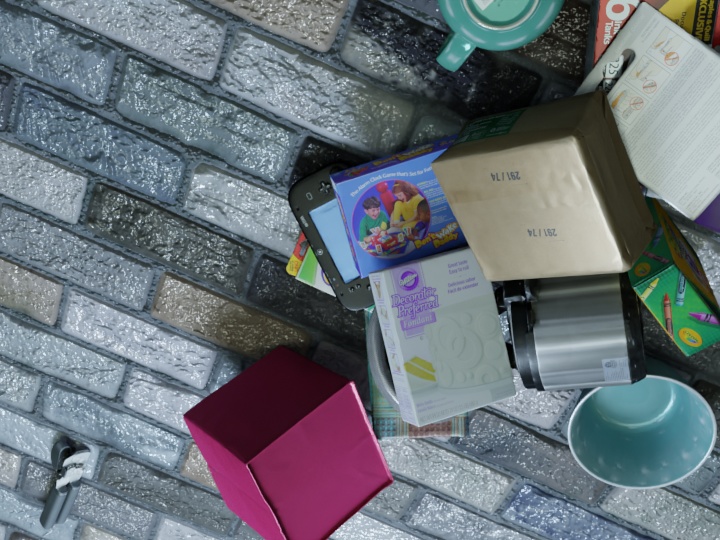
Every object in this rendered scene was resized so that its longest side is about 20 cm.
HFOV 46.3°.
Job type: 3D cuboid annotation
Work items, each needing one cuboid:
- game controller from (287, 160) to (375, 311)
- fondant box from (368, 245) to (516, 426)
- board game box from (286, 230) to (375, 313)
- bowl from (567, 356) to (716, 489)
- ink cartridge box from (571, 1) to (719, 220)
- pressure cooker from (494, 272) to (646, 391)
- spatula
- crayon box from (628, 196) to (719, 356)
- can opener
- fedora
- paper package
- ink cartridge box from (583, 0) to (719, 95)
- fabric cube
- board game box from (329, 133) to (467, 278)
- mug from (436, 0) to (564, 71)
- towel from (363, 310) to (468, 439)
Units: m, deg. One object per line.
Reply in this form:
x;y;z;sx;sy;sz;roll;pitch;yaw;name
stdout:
-0.018;-0.046;1.157;0.104;0.042;0.201;-27;97;1;game controller
0.105;0.082;1.082;0.143;0.058;0.202;-14;91;-17;fondant box
0.000;0.000;1.199;0.198;0.030;0.096;24;95;-1;board game box
0.396;0.203;1.212;0.198;0.105;0.203;4;119;7;bowl
0.353;-0.181;0.958;0.199;0.050;0.161;39;118;7;ink cartridge box
0.269;0.070;1.114;0.198;0.178;0.178;-8;93;18;pressure cooker
0.372;-0.096;1.041;0.199;0.020;0.057;23;118;38;spatula
0.382;-0.001;1.047;0.058;0.201;0.119;-35;108;25;crayon box
-0.538;0.386;1.522;0.066;0.052;0.201;41;122;27;can opener
0.084;0.104;1.152;0.176;0.090;0.202;-24;95;-16;fedora
0.215;-0.093;0.992;0.199;0.104;0.192;-5;122;44;paper package
0.356;-0.237;0.989;0.174;0.084;0.202;2;119;8;ink cartridge box
-0.105;0.263;1.238;0.199;0.196;0.202;16;133;51;fabric cube
0.074;-0.087;1.101;0.198;0.045;0.136;-18;113;-6;board game box
0.160;-0.316;0.963;0.150;0.115;0.187;2;119;9;mug
0.081;0.142;1.223;0.145;0.022;0.202;-5;84;13;towel
